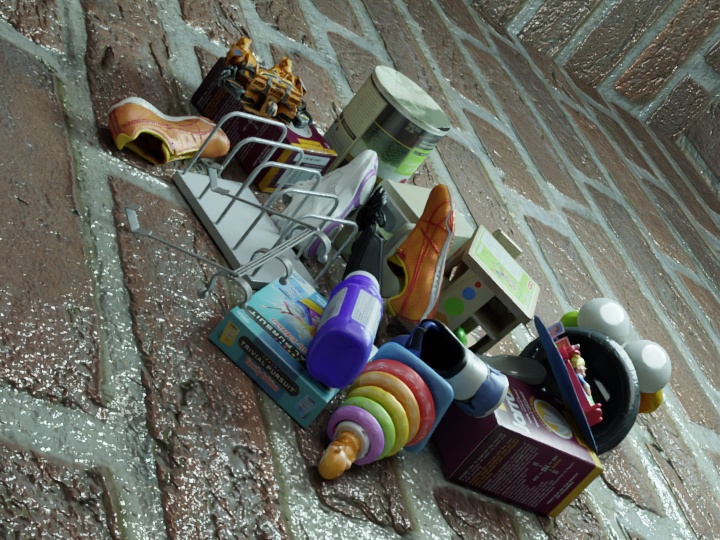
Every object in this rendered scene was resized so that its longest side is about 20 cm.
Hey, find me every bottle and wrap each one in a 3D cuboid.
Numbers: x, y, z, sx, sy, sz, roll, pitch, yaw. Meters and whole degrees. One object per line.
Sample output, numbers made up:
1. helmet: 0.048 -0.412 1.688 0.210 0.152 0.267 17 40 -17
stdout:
1. bottle: -0.013 0.060 1.561 0.065 0.084 0.200 30 22 -5

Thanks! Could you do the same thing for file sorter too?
1. file sorter: -0.117 -0.087 1.733 0.138 0.125 0.201 7 40 -53

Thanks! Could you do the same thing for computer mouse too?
1. computer mouse: 0.000 0.000 1.758 0.052 0.202 0.139 4 -14 -5

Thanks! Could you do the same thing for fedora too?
1. fedora: 0.307 0.185 1.928 0.201 0.200 0.092 54 -7 29

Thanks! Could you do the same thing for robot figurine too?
1. robot figurine: -0.131 -0.259 1.862 0.144 0.059 0.200 23 18 -20

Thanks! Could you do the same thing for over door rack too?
1. over door rack: -0.154 -0.035 1.576 0.199 0.067 0.147 32 43 28

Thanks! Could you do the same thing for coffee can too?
1. coffee can: 0.018 -0.185 2.032 0.146 0.200 0.147 33 23 -17

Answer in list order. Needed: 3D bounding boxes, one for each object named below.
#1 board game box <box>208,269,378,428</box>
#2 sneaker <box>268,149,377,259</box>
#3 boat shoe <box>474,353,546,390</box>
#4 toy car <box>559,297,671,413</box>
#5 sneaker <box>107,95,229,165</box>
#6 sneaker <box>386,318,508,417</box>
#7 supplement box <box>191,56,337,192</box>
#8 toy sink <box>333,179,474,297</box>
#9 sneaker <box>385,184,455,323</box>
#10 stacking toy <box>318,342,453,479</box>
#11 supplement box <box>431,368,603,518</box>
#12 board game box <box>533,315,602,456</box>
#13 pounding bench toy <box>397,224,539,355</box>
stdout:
1. board game box: -0.073 0.086 1.587 0.151 0.047 0.200 43 22 4
2. sneaker: -0.048 -0.109 1.862 0.099 0.075 0.200 30 56 15
3. boat shoe: 0.144 0.141 1.781 0.198 0.062 0.075 6 25 -10
4. toy car: 0.359 0.157 2.058 0.149 0.175 0.200 -35 74 -30
5. sneaker: -0.250 -0.166 1.763 0.199 0.073 0.078 7 61 -48
6. sneaker: 0.083 0.099 1.635 0.199 0.081 0.115 17 -24 53
7. supplement box: -0.141 -0.209 1.968 0.200 0.086 0.110 51 25 24
8. toy sink: 0.051 -0.045 1.925 0.199 0.131 0.112 3 43 -55
9. sneaker: 0.079 -0.030 1.757 0.076 0.073 0.202 15 62 0
10. stacking toy: 0.006 0.177 1.507 0.109 0.117 0.200 36 35 13
11. supplement box: 0.190 0.212 1.710 0.199 0.103 0.131 24 28 -35
12. board game box: 0.286 0.145 1.772 0.158 0.039 0.202 -112 179 -75
13. pounding bench toy: 0.152 0.036 1.892 0.124 0.156 0.200 45 23 -6
